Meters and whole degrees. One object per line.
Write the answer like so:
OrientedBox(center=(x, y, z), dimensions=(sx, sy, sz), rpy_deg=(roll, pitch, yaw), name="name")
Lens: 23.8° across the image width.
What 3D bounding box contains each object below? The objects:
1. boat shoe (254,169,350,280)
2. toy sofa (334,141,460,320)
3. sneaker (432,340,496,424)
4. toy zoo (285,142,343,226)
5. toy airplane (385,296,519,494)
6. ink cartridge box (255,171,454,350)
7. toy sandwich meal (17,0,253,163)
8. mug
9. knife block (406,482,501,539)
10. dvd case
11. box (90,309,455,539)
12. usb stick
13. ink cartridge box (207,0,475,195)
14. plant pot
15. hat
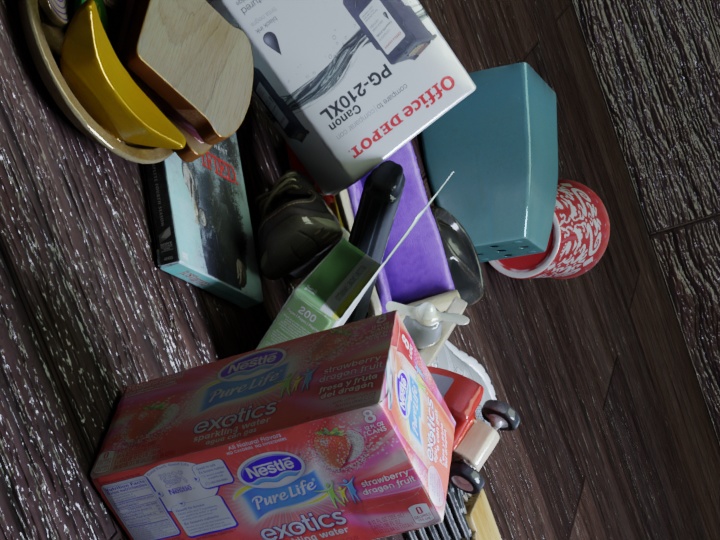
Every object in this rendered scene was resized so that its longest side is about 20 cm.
OrientedBox(center=(-0.059, -0.038, 1.396), dimensions=(0.074, 0.074, 0.200), rpy_deg=(58, 1, 6), name="boat shoe")
OrientedBox(center=(0.023, -0.053, 1.516), dimensions=(0.098, 0.082, 0.201), rpy_deg=(153, -79, -84), name="toy sofa")
OrientedBox(center=(0.063, 0.104, 1.650), dimensions=(0.200, 0.074, 0.082), rpy_deg=(51, 33, -25), name="sneaker")
OrientedBox(center=(-0.029, -0.070, 1.588), dimensions=(0.131, 0.020, 0.201), rpy_deg=(32, 44, -64), name="toy zoo")
OrientedBox(center=(0.016, 0.118, 1.346), dimensions=(0.141, 0.199, 0.200), rpy_deg=(40, 17, -13), name="toy airplane")
OrientedBox(center=(-0.013, 0.007, 1.300), dimensions=(0.048, 0.200, 0.146), rpy_deg=(34, 22, 2), name="ink cartridge box")
OrientedBox(center=(-0.154, -0.163, 1.181), dimensions=(0.205, 0.070, 0.206), rpy_deg=(43, 37, -45), name="toy sandwich meal")
OrientedBox(center=(0.213, -0.056, 2.199), dimensions=(0.200, 0.177, 0.134), rpy_deg=(-11, 121, -68), name="mug")
OrientedBox(center=(0.093, 0.246, 1.601), dimensions=(0.200, 0.064, 0.176), rpy_deg=(49, 31, -52), name="knife block")
OrientedBox(center=(-0.127, -0.081, 1.305), dimensions=(0.146, 0.022, 0.201), rpy_deg=(32, 44, -64), name="dvd case")
OrientedBox(center=(-0.052, 0.112, 1.063), dimensions=(0.103, 0.199, 0.095), rpy_deg=(61, 23, -29), name="box")
OrientedBox(center=(0.000, 0.000, 1.420), dimensions=(0.056, 0.032, 0.201), rpy_deg=(-56, 166, -52), name="usb stick")
OrientedBox(center=(-0.021, -0.185, 1.418), dimensions=(0.200, 0.145, 0.084), rpy_deg=(54, -17, -8), name="ink cartridge box")
OrientedBox(center=(0.158, -0.119, 2.013), dimensions=(0.141, 0.141, 0.201), rpy_deg=(25, 57, -66), name="plant pot")
OrientedBox(center=(0.078, -0.006, 1.743), dimensions=(0.201, 0.081, 0.202), rpy_deg=(-21, 90, -78), name="hat")
